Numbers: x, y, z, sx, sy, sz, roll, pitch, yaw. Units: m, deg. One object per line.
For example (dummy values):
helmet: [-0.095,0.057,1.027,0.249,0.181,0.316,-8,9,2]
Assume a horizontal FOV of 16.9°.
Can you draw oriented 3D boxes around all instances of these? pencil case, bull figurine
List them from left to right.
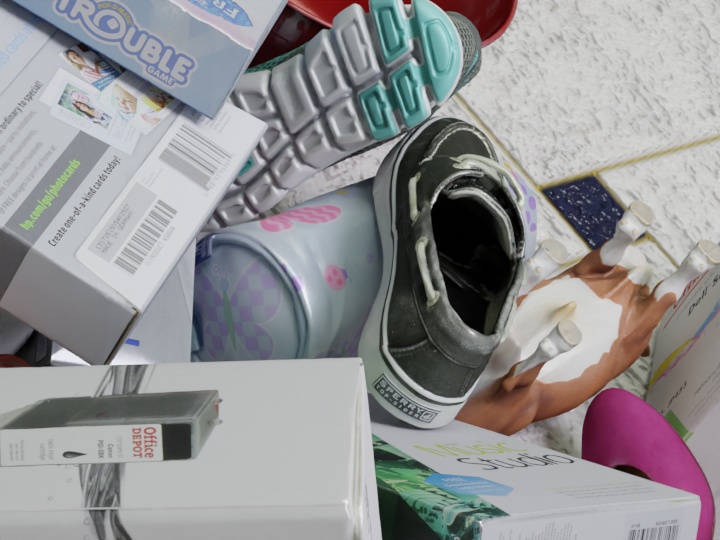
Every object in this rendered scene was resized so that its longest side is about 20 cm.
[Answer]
pencil case: [0.000,0.000,1.159,0.200,0.091,0.083,-23,83,-47]
bull figurine: [0.104,0.025,1.187,0.065,0.121,0.200,47,45,11]

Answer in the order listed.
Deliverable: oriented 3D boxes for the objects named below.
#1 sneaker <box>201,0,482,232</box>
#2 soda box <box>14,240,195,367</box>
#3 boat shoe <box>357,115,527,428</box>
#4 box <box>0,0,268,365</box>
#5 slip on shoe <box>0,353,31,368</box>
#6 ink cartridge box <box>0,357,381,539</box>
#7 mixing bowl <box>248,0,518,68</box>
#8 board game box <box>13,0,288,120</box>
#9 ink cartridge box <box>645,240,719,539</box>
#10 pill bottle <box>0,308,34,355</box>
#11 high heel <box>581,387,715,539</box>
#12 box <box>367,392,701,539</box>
sneaker: [-0.025,-0.073,1.155,0.091,0.200,0.078,-21,93,-63]
soda box: [-0.113,-0.038,1.074,0.068,0.063,0.201,13,66,-27]
boat shoe: [0.047,-0.014,1.080,0.071,0.064,0.200,28,35,-16]
box: [-0.151,-0.064,0.971,0.200,0.041,0.156,33,35,-4]
slip on shoe: [-0.173,0.047,0.937,0.200,0.074,0.061,31,53,-55]
ink cartridge box: [-0.091,0.112,0.853,0.199,0.147,0.083,-2,37,5]
mixing bowl: [-0.029,-0.147,1.280,0.200,0.108,0.200,21,39,-18]
board game box: [-0.117,-0.170,1.062,0.200,0.043,0.199,31,29,-4]
ink cartridge box: [0.201,0.037,1.237,0.067,0.117,0.200,29,37,-7]
pill bottle: [-0.214,-0.050,1.035,0.111,0.112,0.200,0,48,-36]
high heel: [0.115,0.131,1.109,0.096,0.067,0.200,16,42,-34]
box: [0.017,0.086,0.991,0.200,0.036,0.144,13,8,41]
